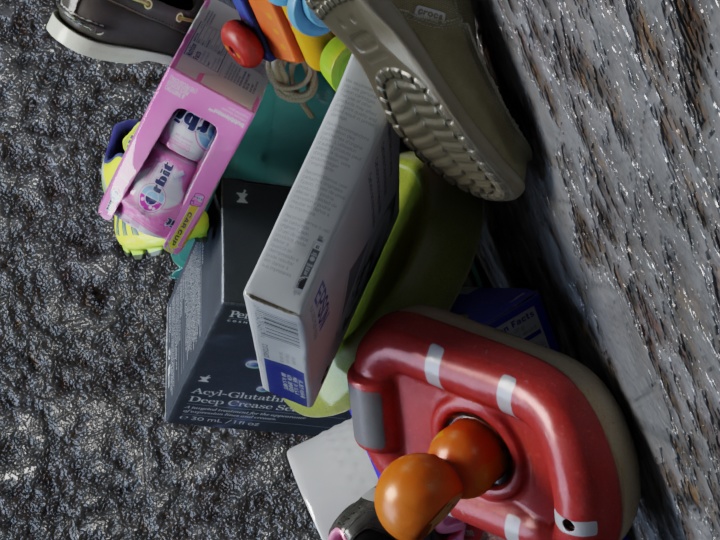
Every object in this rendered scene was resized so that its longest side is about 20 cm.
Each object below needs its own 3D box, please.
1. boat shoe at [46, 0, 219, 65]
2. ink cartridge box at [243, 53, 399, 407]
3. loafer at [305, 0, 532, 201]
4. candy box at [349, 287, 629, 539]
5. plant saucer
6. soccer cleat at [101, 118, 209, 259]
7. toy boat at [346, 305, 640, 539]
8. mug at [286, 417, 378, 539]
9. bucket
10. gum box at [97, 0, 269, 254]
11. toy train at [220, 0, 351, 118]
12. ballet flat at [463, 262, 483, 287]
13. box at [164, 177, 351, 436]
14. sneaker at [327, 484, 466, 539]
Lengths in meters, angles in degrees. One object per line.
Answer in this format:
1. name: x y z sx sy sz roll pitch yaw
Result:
1. boat shoe: -0.139 -0.187 1.552 0.072 0.200 0.061 39 115 34
2. ink cartridge box: -0.008 -0.037 1.240 0.200 0.040 0.202 87 -156 -73
3. loafer: 0.036 -0.124 1.122 0.201 0.068 0.075 53 160 -18
4. candy box: 0.075 0.115 1.379 0.169 0.077 0.202 0 114 58
5. plant saucer: 0.000 0.000 1.374 0.031 0.200 0.200 33 -166 -29
6. soccer cleat: -0.158 -0.064 1.551 0.200 0.064 0.085 -136 36 -69
7. toy boat: 0.060 0.112 1.212 0.199 0.130 0.132 19 130 35
8. mug: 0.063 0.180 1.570 0.201 0.174 0.148 65 179 -38
9. bucket: -0.073 -0.080 1.686 0.207 0.133 0.210 -171 90 -84
10. gum box: -0.114 -0.101 1.444 0.066 0.114 0.200 27 -159 -6
11. toy train: -0.027 -0.145 1.337 0.116 0.084 0.201 41 163 41
12. ballet flat: 0.082 0.070 1.494 0.068 0.068 0.201 69 176 -46
13. box: -0.055 0.032 1.570 0.200 0.147 0.108 119 153 -56
14. sneaker: 0.036 0.223 1.365 0.079 0.095 0.201 5 123 53
